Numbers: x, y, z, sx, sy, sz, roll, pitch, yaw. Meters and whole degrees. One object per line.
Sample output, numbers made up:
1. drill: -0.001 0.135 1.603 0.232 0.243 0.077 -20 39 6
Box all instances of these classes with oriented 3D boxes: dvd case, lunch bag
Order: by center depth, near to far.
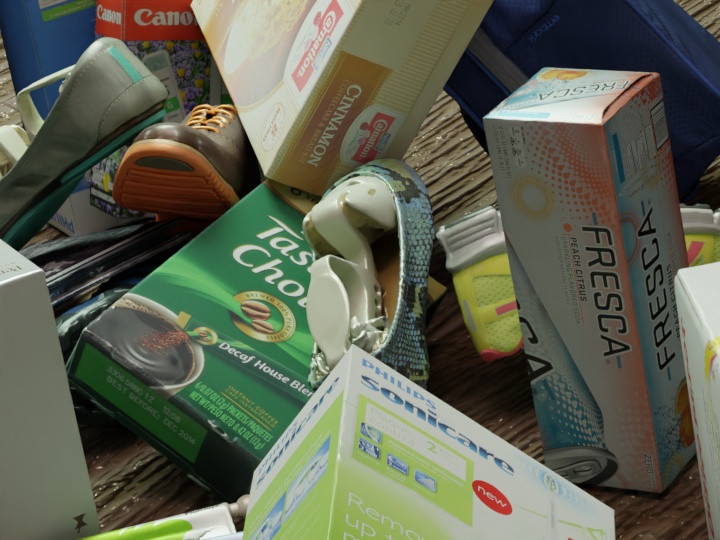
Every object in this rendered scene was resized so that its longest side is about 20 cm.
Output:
1. dvd case: -0.202 0.013 1.701 0.148 0.016 0.200 -28 10 -30
2. lunch bag: 0.124 -0.109 1.719 0.132 0.200 0.136 -42 18 16

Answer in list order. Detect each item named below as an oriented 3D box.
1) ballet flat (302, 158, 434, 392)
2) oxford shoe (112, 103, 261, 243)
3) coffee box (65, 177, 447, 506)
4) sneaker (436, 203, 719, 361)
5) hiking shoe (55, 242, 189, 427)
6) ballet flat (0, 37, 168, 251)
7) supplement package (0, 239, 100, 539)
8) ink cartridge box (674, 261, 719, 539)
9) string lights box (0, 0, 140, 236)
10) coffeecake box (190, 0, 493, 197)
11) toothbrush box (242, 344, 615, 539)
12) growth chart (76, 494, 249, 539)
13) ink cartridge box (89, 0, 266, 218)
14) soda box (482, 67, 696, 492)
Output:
1. ballet flat: 0.000 0.000 1.543 0.074 0.074 0.200 -9 45 3
2. oxford shoe: -0.095 -0.063 1.677 0.071 0.073 0.200 8 -9 5
3. coffee box: -0.053 0.032 1.577 0.123 0.044 0.200 37 40 12
4. sneaker: 0.132 0.015 1.589 0.199 0.091 0.078 -1 -14 -26
5. hiking shoe: -0.123 0.036 1.649 0.086 0.075 0.200 -2 15 42
6. ballet flat: -0.179 -0.067 1.682 0.200 0.064 0.067 -39 -1 43
7. supplement package: -0.250 0.084 1.473 0.199 0.156 0.111 -21 27 -24
8. ink cartridge box: 0.230 0.090 1.284 0.145 0.147 0.200 -11 25 -1
9. string lights box: -0.162 -0.131 1.851 0.102 0.201 0.059 -21 25 -24
10. coffeecake box: -0.013 -0.154 1.684 0.073 0.154 0.200 18 26 -27
11. toothbrush box: 0.027 0.140 1.241 0.145 0.086 0.200 33 21 -11
12. growth chart: -0.071 0.161 1.405 0.144 0.018 0.200 -16 26 -14
13. ink cartridge box: -0.103 -0.134 1.809 0.109 0.201 0.050 -2 12 -25
14. soda box: 0.117 0.004 1.447 0.068 0.201 0.064 5 28 33
